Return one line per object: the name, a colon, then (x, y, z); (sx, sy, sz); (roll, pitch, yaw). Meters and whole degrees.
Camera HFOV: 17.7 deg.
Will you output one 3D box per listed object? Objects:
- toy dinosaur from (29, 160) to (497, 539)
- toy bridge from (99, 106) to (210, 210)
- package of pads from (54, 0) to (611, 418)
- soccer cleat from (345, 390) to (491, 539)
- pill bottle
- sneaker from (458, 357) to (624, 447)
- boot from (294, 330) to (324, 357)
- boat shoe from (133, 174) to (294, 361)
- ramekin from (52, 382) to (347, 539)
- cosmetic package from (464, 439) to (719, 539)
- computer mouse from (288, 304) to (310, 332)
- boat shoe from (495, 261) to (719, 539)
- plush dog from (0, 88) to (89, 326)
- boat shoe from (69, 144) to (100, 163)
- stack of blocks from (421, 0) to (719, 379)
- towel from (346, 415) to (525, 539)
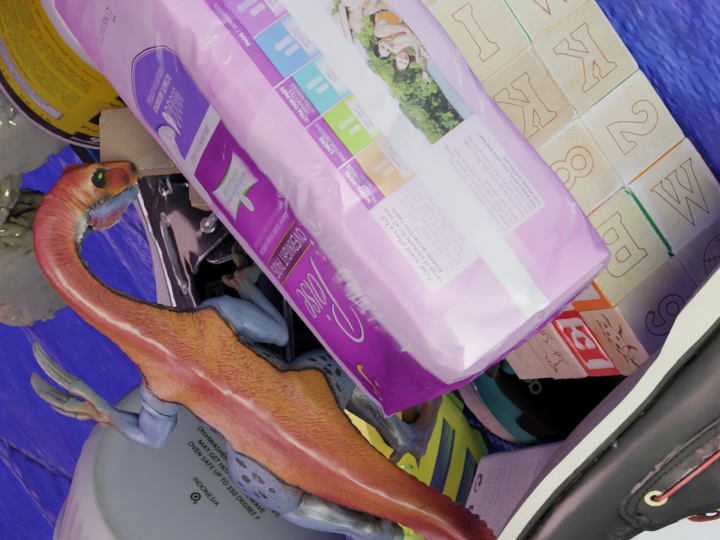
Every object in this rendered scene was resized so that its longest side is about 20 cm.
toy dinosaur: (-0.039, 0.032, 0.868); (0.200, 0.105, 0.181); (19, 165, 49)
toy bridge: (-0.039, -0.042, 0.961); (0.200, 0.067, 0.027); (17, -110, -70)
package of pads: (-0.015, -0.050, 0.749); (0.200, 0.076, 0.121); (51, 165, 2)
soccer cleat: (0.022, 0.121, 1.032); (0.064, 0.084, 0.201); (6, 128, 39)
pill bottle: (-0.083, -0.118, 0.917); (0.115, 0.114, 0.200); (53, 163, -5)
sneaker: (0.045, -0.006, 0.900); (0.200, 0.071, 0.080); (50, 163, -22)
boot: (0.004, 0.087, 1.178); (0.132, 0.070, 0.200); (52, 165, -11)
boat shoe: (-0.069, -0.023, 1.087); (0.068, 0.071, 0.201); (15, 118, 54)
ramekin: (-0.070, 0.138, 1.264); (0.202, 0.202, 0.094); (43, 149, 27)
cosmetic package: (0.113, 0.117, 0.875); (0.112, 0.082, 0.200); (21, 168, -11)
computer mouse: (0.000, 0.000, 1.083); (0.200, 0.034, 0.059); (-1, 89, 64)
boat shoe: (0.103, 0.051, 0.720); (0.063, 0.074, 0.202); (41, 122, 4)
plush dog: (-0.221, -0.075, 1.087); (0.172, 0.160, 0.201); (52, 145, 34)
boat shoe: (-0.154, -0.110, 1.168); (0.069, 0.084, 0.201); (37, 155, 47)
stack of blocks: (0.045, -0.059, 0.803); (0.200, 0.058, 0.115); (55, 162, -10)
towel: (0.055, 0.141, 1.108); (0.144, 0.024, 0.201); (22, 137, 25)
